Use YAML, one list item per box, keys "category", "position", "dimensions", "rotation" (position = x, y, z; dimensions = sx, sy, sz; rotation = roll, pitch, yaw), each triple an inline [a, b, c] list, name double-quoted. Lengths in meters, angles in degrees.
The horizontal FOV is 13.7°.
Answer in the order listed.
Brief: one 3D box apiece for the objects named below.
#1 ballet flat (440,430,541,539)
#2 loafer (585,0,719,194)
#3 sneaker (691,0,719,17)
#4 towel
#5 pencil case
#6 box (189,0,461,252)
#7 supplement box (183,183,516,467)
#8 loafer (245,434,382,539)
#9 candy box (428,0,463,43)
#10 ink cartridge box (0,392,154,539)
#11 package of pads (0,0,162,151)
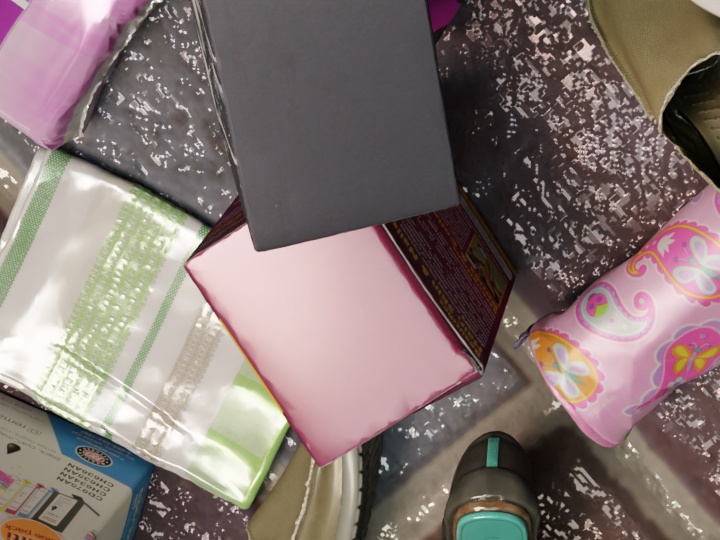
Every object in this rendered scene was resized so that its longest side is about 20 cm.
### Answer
- category: "ballet flat"
  position: [0.073, 0.157, 1.665]
  dimensions: [0.068, 0.069, 0.200]
  rotation: [4, 143, -3]
- category: "loafer"
  position: [0.176, -0.101, 1.519]
  dimensions: [0.076, 0.067, 0.200]
  rotation: [-44, 60, 14]
- category: "sneaker"
  position: [0.245, -0.162, 1.432]
  dimensions: [0.201, 0.077, 0.147]
  rotation: [21, 147, 17]
- category: "towel"
  position: [-0.123, 0.035, 1.708]
  dimensions: [0.199, 0.031, 0.150]
  rotation: [28, 114, 4]
- category: "pencil case"
  position: [0.180, 0.008, 1.586]
  dimensions: [0.200, 0.087, 0.088]
  rotation: [-39, 95, 24]
- category: "box"
  position: [-0.032, -0.146, 1.416]
  dimensions: [0.104, 0.182, 0.201]
  rotation: [-14, 123, -4]
- category: "supplement box"
  position: [0.000, 0.000, 1.565]
  dimensions: [0.103, 0.200, 0.131]
  rotation: [-31, 97, 14]
- category: "loafer"
  position: [-0.033, 0.150, 1.697]
  dimensions: [0.069, 0.075, 0.201]
  rotation: [11, 111, 7]
- category: "candy box"
  position: [0.019, -0.216, 1.532]
  dimensions: [0.136, 0.061, 0.201]
  rotation: [20, 115, -27]
- category: "ink cartridge box"
  position: [-0.229, 0.176, 1.691]
  dimensions: [0.147, 0.200, 0.145]
  rotation: [23, 113, 6]
- category: "package of pads"
  position: [-0.210, -0.168, 1.637]
  dimensions: [0.200, 0.076, 0.121]
  rotation: [35, 112, 1]
